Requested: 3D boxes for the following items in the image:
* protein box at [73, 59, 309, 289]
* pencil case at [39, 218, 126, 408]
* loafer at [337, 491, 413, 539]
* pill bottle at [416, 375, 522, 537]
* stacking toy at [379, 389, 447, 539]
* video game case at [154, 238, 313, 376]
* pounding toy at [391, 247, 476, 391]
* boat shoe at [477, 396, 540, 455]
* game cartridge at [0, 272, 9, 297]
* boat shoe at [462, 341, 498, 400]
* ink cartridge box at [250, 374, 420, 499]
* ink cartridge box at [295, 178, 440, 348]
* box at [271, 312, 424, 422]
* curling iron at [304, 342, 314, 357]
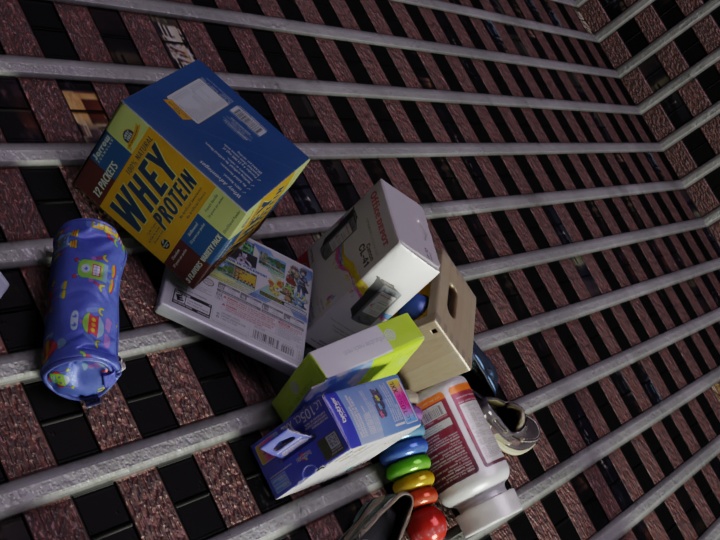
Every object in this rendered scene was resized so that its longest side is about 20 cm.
[{"bbox_3d":[-0.203,-0.124,1.438,0.198,0.135,0.200,41,31,0],"label":"protein box"},{"bbox_3d":[-0.292,0.041,1.241,0.085,0.079,0.203,6,50,-16],"label":"pencil case"},{"bbox_3d":[0.014,0.335,1.411,0.072,0.063,0.201,48,31,-11],"label":"loafer"},{"bbox_3d":[0.141,0.259,1.622,0.109,0.109,0.202,-4,64,-56],"label":"pill bottle"},{"bbox_3d":[0.067,0.266,1.546,0.085,0.085,0.203,4,61,-53],"label":"stacking toy"},{"bbox_3d":[-0.154,0.025,1.472,0.198,0.022,0.184,27,39,-19],"label":"video game case"},{"bbox_3d":[0.050,0.056,1.644,0.143,0.182,0.202,53,28,-28],"label":"pounding toy"},{"bbox_3d":[0.230,0.238,1.815,0.198,0.064,0.073,21,42,-45],"label":"boat shoe"},{"bbox_3d":[-0.430,0.012,1.116,0.134,0.040,0.200,57,30,-5],"label":"game cartridge"},{"bbox_3d":[0.153,0.132,1.788,0.199,0.084,0.069,34,25,-29],"label":"boat shoe"},{"bbox_3d":[-0.036,0.200,1.398,0.199,0.136,0.077,-9,66,-58],"label":"ink cartridge box"},{"bbox_3d":[0.000,0.000,1.565,0.085,0.200,0.149,31,27,-31],"label":"ink cartridge box"},{"bbox_3d":[-0.022,0.130,1.462,0.198,0.122,0.048,-19,65,-41],"label":"box"},{"bbox_3d":[-0.049,0.147,1.545,0.202,0.025,0.050,57,5,12],"label":"curling iron"}]
